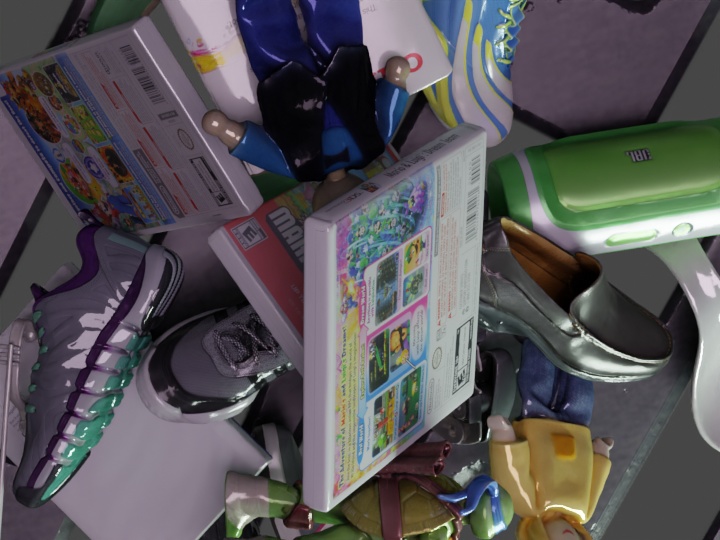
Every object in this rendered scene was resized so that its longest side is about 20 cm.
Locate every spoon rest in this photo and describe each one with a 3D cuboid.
[{"bbox_3d":[0.272,0.054,1.526,0.099,0.061,0.200,-31,107,0],"label":"spoon rest"}]

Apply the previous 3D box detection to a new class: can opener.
[{"bbox_3d":[0.080,0.031,1.501,0.067,0.053,0.201,-13,109,-42],"label":"can opener"}]

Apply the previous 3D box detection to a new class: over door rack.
[{"bbox_3d":[-0.306,0.126,1.415,0.147,0.067,0.201,6,85,10],"label":"over door rack"}]

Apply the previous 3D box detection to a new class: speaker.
[{"bbox_3d":[0.196,-0.058,1.466,0.199,0.088,0.089,-9,107,-7],"label":"speaker"}]

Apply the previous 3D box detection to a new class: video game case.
[{"bbox_3d":[0.000,0.000,1.376,0.017,0.200,0.143,-39,86,40],"label":"video game case"},{"bbox_3d":[-0.161,-0.088,1.355,0.018,0.200,0.143,-44,112,-33],"label":"video game case"},{"bbox_3d":[0.022,0.027,1.291,0.024,0.182,0.201,18,121,29],"label":"video game case"}]

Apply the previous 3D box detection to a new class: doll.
[{"bbox_3d":[-0.032,-0.112,1.232,0.136,0.048,0.201,-22,118,-14],"label":"doll"}]

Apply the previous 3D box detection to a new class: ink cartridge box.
[{"bbox_3d":[-0.057,-0.192,1.308,0.146,0.146,0.200,-27,108,-2],"label":"ink cartridge box"}]

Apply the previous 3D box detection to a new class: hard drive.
[{"bbox_3d":[-0.178,0.111,1.442,0.200,0.025,0.132,44,100,4],"label":"hard drive"}]

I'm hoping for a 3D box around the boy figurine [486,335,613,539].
[{"bbox_3d":[0.137,0.136,1.470,0.124,0.064,0.201,22,64,-38],"label":"boy figurine"}]

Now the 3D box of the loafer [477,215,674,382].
[{"bbox_3d":[0.146,0.021,1.420,0.200,0.073,0.072,21,139,-28],"label":"loafer"}]

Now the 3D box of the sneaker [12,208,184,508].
[{"bbox_3d":[-0.201,0.060,1.395,0.087,0.074,0.200,29,89,7],"label":"sneaker"}]

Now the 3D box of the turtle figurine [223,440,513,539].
[{"bbox_3d":[0.005,0.199,1.390,0.193,0.200,0.144,0,71,-1],"label":"turtle figurine"}]

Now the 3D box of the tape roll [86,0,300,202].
[{"bbox_3d":[-0.092,-0.141,1.417,0.200,0.048,0.201,-2,106,-9],"label":"tape roll"}]

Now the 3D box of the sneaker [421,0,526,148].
[{"bbox_3d":[0.083,-0.180,1.399,0.076,0.105,0.201,-35,112,-39],"label":"sneaker"}]

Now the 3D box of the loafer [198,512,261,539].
[{"bbox_3d":[-0.116,0.163,1.485,0.070,0.068,0.201,-12,104,0],"label":"loafer"}]

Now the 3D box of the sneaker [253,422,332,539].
[{"bbox_3d":[0.001,0.187,1.503,0.120,0.084,0.201,-19,115,1],"label":"sneaker"}]

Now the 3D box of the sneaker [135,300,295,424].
[{"bbox_3d":[-0.057,0.038,1.403,0.200,0.114,0.076,-20,75,-37],"label":"sneaker"}]
